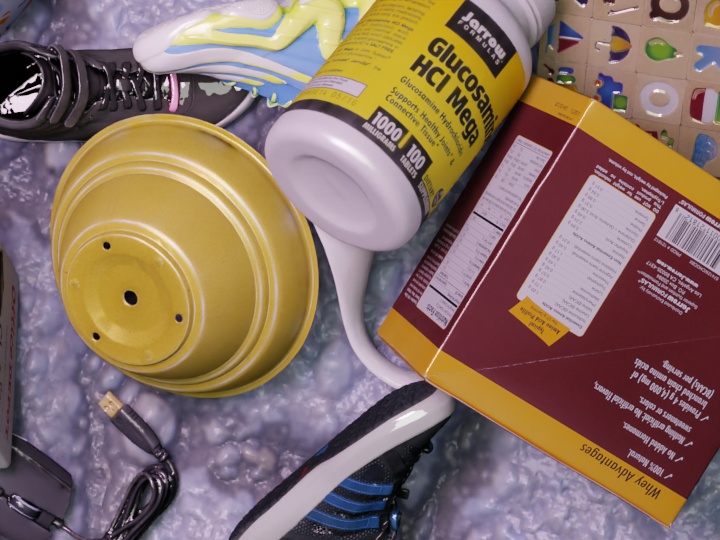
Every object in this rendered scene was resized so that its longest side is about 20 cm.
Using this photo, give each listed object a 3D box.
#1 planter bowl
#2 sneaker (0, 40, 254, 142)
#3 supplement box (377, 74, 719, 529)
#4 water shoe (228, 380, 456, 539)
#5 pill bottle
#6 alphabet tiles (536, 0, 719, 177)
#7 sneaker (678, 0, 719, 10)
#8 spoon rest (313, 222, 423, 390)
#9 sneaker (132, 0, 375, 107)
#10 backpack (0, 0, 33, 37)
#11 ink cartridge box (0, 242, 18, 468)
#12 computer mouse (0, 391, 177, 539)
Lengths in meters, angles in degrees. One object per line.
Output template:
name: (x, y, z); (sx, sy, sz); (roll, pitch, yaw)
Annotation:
planter bowl: (-0.134, 0.006, 1.689); (0.199, 0.083, 0.201); (9, 114, 21)
sneaker: (-0.169, -0.119, 1.726); (0.199, 0.099, 0.071); (-4, 87, 5)
supplement box: (0.153, 0.018, 1.645); (0.197, 0.133, 0.201); (31, 93, -16)
water shoe: (0.002, 0.149, 1.716); (0.200, 0.072, 0.079); (-39, 98, 24)
pill bottle: (0.037, -0.118, 1.645); (0.112, 0.113, 0.200); (35, 65, 5)
alphabet tiles: (0.215, -0.141, 1.689); (0.199, 0.006, 0.167); (9, 118, 11)
sneaker: (0.307, -0.160, 1.690); (0.199, 0.076, 0.116); (-12, 91, 5)
spoon rest: (0.000, 0.000, 1.717); (0.060, 0.099, 0.201); (-30, 98, 9)
sneaker: (-0.046, -0.130, 1.709); (0.199, 0.076, 0.106); (-12, 96, -11)
backpack: (-0.257, -0.256, 1.698); (0.154, 0.200, 0.191); (30, 86, 1)
ink cartridge box: (-0.281, 0.028, 1.669); (0.082, 0.200, 0.146); (-3, 65, 5)
computer mouse: (-0.223, 0.128, 1.756); (0.200, 0.046, 0.141); (41, 95, 5)
